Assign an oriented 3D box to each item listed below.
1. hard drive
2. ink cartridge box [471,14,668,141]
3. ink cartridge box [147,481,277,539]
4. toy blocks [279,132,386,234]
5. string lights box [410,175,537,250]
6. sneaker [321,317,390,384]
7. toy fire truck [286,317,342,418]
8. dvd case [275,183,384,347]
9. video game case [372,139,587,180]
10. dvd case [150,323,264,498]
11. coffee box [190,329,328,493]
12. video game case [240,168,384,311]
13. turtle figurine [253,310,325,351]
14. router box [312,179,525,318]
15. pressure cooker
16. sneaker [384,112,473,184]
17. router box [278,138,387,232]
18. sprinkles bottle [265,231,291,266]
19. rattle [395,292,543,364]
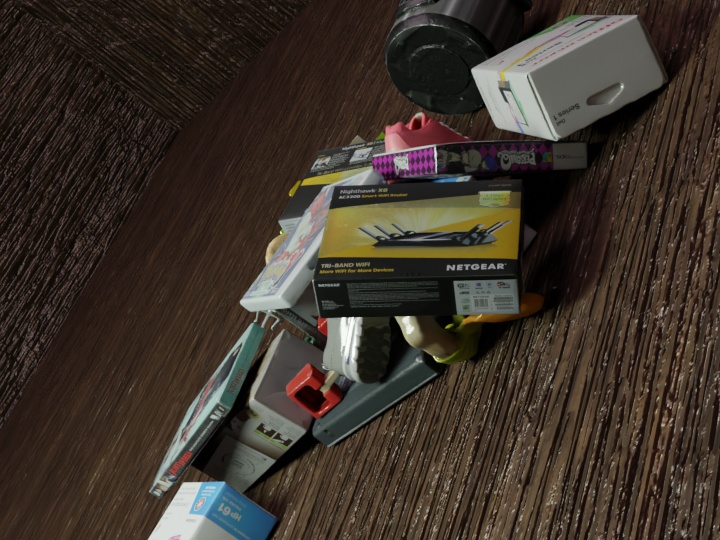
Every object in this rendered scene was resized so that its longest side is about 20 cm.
[{"bbox_3d":[0.031,0.103,1.627,0.200,0.033,0.140,-38,21,40],"label":"hard drive"},{"bbox_3d":[0.228,-0.218,1.600,0.145,0.084,0.200,-28,14,-7],"label":"ink cartridge box"},{"bbox_3d":[-0.201,0.348,1.649,0.200,0.085,0.144,-60,18,-21],"label":"ink cartridge box"},{"bbox_3d":[-0.019,-0.106,2.078,0.200,0.100,0.137,-51,-16,1],"label":"toy blocks"},{"bbox_3d":[0.106,-0.051,1.626,0.059,0.103,0.200,-53,16,-11],"label":"string lights box"},{"bbox_3d":[-0.007,0.021,1.576,0.082,0.075,0.201,3,77,41],"label":"sneaker"},{"bbox_3d":[-0.003,0.063,1.661,0.200,0.049,0.141,-47,17,15],"label":"toy fire truck"},{"bbox_3d":[0.000,0.000,1.740,0.200,0.146,0.022,-50,32,3],"label":"dvd case"},{"bbox_3d":[0.130,-0.123,1.620,0.200,0.181,0.036,-177,84,-70],"label":"video game case"},{"bbox_3d":[-0.187,0.171,1.750,0.200,0.022,0.146,-53,11,40],"label":"dvd case"},{"bbox_3d":[-0.120,0.175,1.752,0.200,0.080,0.113,-48,14,48],"label":"coffee box"},{"bbox_3d":[-0.060,-0.032,1.660,0.182,0.023,0.200,-54,12,-13],"label":"video game case"},{"bbox_3d":[-0.035,0.051,1.818,0.200,0.101,0.150,-46,-24,14],"label":"turtle figurine"},{"bbox_3d":[0.063,-0.023,1.431,0.199,0.052,0.157,-2,38,10],"label":"router box"},{"bbox_3d":[0.137,-0.341,2.038,0.179,0.176,0.200,105,-171,-51],"label":"pressure cooker"},{"bbox_3d":[0.099,-0.156,1.783,0.074,0.087,0.200,-14,1,37],"label":"sneaker"},{"bbox_3d":[0.010,-0.108,1.898,0.200,0.052,0.157,-8,37,31],"label":"router box"},{"bbox_3d":[-0.079,0.013,1.902,0.068,0.068,0.200,-56,-14,-14],"label":"sprinkles bottle"},{"bbox_3d":[0.095,-0.016,1.482,0.143,0.130,0.200,127,148,-45],"label":"rattle"}]
